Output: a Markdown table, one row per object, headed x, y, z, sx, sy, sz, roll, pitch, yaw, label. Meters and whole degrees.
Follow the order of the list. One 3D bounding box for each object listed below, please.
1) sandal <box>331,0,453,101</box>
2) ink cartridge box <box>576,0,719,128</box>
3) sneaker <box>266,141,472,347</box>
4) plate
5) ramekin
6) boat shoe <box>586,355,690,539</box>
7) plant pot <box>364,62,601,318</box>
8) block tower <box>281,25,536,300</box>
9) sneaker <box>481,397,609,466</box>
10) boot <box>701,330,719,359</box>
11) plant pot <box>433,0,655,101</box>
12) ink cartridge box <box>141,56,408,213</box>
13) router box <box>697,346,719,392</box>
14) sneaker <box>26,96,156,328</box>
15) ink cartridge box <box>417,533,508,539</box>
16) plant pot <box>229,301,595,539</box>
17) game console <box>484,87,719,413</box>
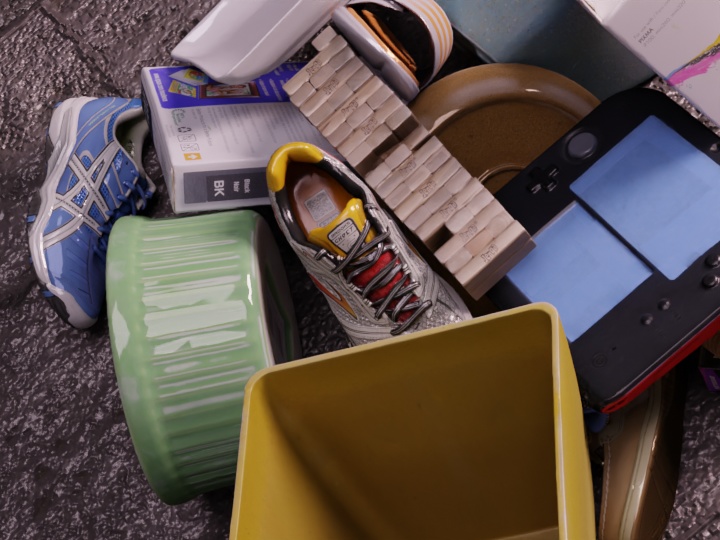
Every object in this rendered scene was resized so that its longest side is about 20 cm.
| x | y | z | sx | sy | sz | roll | pitch | yaw | label |
| --- | --- | --- | --- | --- | --- | --- | --- | --- | --- |
| 0.028 | -0.170 | 1.244 | 0.059 | 0.207 | 0.079 | -42 | 96 | 9 | sandal |
| 0.189 | -0.168 | 1.128 | 0.068 | 0.200 | 0.117 | -48 | 32 | 12 | ink cartridge box |
| 0.000 | 0.000 | 1.135 | 0.078 | 0.082 | 0.200 | -40 | 71 | -1 | sneaker |
| -0.042 | -0.207 | 1.292 | 0.200 | 0.032 | 0.200 | -45 | 20 | -3 | plate |
| -0.099 | 0.053 | 1.218 | 0.097 | 0.200 | 0.201 | -11 | 61 | 5 | ramekin |
| 0.174 | 0.099 | 1.175 | 0.066 | 0.074 | 0.201 | 0 | 55 | 23 | boat shoe |
| 0.101 | -0.040 | 1.217 | 0.199 | 0.027 | 0.201 | -1 | 97 | -9 | plant pot |
| 0.029 | -0.068 | 1.158 | 0.058 | 0.054 | 0.200 | -41 | 66 | 3 | block tower |
| 0.073 | 0.093 | 1.146 | 0.199 | 0.075 | 0.079 | -26 | 44 | 17 | sneaker |
| 0.265 | -0.041 | 1.159 | 0.200 | 0.077 | 0.155 | -44 | 51 | 4 | boot |
| 0.142 | -0.232 | 1.285 | 0.200 | 0.196 | 0.196 | -48 | 59 | 5 | plant pot |
| -0.050 | -0.104 | 1.294 | 0.199 | 0.044 | 0.198 | -6 | 26 | -11 | ink cartridge box |
| 0.313 | -0.012 | 1.188 | 0.149 | 0.051 | 0.201 | 3 | 65 | 23 | router box |
| -0.203 | -0.052 | 1.371 | 0.077 | 0.076 | 0.201 | -9 | 63 | 20 | sneaker |
| 0.049 | 0.152 | 1.207 | 0.119 | 0.042 | 0.201 | -3 | 65 | 18 | ink cartridge box |
| 0.052 | 0.168 | 1.051 | 0.199 | 0.177 | 0.201 | -15 | 45 | 19 | plant pot |
| 0.166 | -0.021 | 1.127 | 0.177 | 0.031 | 0.200 | -37 | 43 | -4 | game console |
